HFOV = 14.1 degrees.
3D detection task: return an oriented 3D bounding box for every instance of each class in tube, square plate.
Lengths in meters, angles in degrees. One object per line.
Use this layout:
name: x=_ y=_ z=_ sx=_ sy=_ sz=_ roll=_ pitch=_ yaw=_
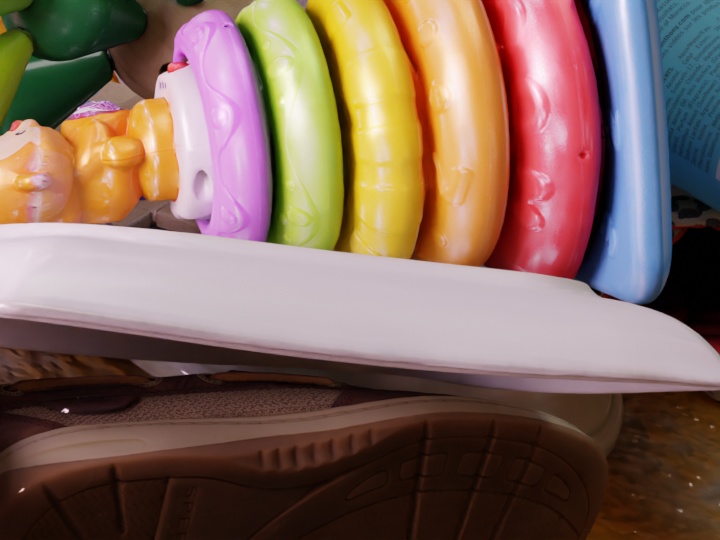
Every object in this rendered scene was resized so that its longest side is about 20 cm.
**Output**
tube: x=0.096 y=-0.059 z=0.881 sx=0.200 sy=0.077 sz=0.050 roll=39 pitch=-8 yaw=43
square plate: x=-0.034 y=0.010 z=0.756 sx=0.197 sy=0.029 sz=0.200 roll=6 pitch=-3 yaw=-27

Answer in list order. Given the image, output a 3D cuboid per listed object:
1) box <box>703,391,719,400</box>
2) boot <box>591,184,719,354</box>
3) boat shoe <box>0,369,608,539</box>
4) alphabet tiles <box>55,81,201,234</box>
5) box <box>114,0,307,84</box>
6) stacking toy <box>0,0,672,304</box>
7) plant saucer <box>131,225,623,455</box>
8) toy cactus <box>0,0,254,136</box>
box: x=0.186 y=-0.014 z=1.103 sx=0.199 sy=0.095 sz=0.078 roll=-4 pitch=33 yaw=-44
boot: x=0.072 y=-0.042 z=0.953 sx=0.202 sy=0.074 sz=0.154 roll=6 pitch=35 yaw=12
boat shoe: x=-0.025 y=0.053 z=0.790 sx=0.199 sy=0.072 sz=0.072 roll=-2 pitch=31 yaw=-32
alphabet tiles: x=-0.078 y=-0.039 z=0.922 sx=0.167 sy=0.008 sz=0.200 roll=17 pitch=35 yaw=38
box: x=0.000 y=-0.112 z=1.164 sx=0.199 sy=0.098 sz=0.124 roll=10 pitch=23 yaw=-23
stacking toy: x=-0.018 y=-0.038 z=0.822 sx=0.199 sy=0.110 sz=0.116 roll=-8 pitch=9 yaw=-13
plant saucer: x=0.000 y=0.000 z=0.962 sx=0.199 sy=0.050 sz=0.200 roll=18 pitch=21 yaw=-7
toy cactus: x=-0.083 y=-0.080 z=0.872 sx=0.165 sy=0.200 sz=0.102 roll=8 pitch=40 yaw=-55
